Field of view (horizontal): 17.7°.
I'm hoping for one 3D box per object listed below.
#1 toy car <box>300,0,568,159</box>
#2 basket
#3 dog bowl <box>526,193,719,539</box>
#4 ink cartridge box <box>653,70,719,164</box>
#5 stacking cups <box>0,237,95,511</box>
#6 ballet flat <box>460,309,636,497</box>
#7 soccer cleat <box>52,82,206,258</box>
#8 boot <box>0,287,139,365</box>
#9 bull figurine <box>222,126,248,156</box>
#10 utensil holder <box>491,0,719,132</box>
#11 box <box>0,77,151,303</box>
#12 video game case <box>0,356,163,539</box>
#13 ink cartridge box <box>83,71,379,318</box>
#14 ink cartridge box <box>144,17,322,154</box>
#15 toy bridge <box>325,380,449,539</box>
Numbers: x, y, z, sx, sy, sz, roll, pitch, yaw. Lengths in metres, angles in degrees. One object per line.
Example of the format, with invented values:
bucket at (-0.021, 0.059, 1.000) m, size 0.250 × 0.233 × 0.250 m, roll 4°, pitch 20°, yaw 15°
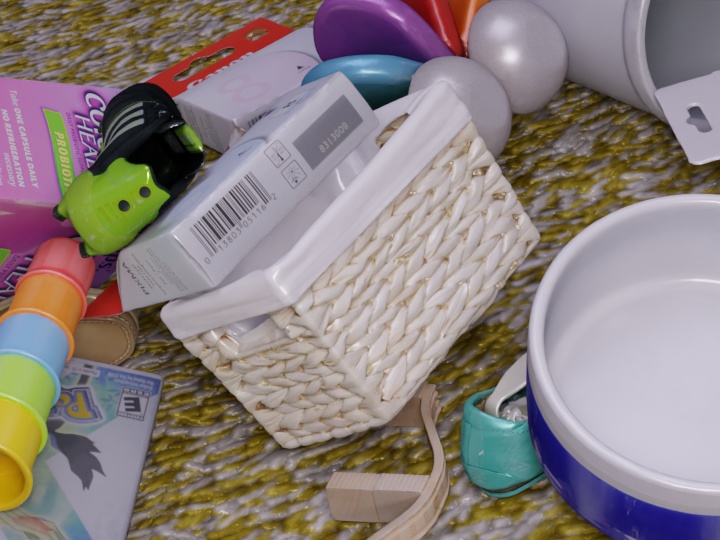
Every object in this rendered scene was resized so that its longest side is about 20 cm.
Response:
toy car at (0.032, -0.141, 1.627) m, size 0.175 × 0.150 × 0.200 m, roll -19°, pitch 20°, yaw 46°
basket at (0.000, 0.000, 1.422) m, size 0.135 × 0.123 × 0.200 m, roll -19°, pitch 24°, yaw 52°
dog bowl at (0.191, 0.058, 1.280) m, size 0.199 × 0.079 × 0.201 m, roll -1°, pitch 53°, yaw 1°
ink cartridge box at (0.308, -0.094, 1.550) m, size 0.199 × 0.068 × 0.116 m, roll -14°, pitch 31°, yaw 0°
stacking cups at (-0.199, 0.054, 1.403) m, size 0.060 × 0.061 × 0.200 m, roll -4°, pitch 40°, yaw 17°
ballet flat at (0.143, 0.062, 1.369) m, size 0.200 × 0.071 × 0.067 m, roll -28°, pitch 33°, yaw -21°
soccer cleat at (-0.127, -0.071, 1.421) m, size 0.081 × 0.068 × 0.200 m, roll -29°, pitch 19°, yaw 19°
boot at (-0.233, 0.087, 1.487) m, size 0.199 × 0.073 × 0.156 m, roll -10°, pitch 36°, yaw -7°
bull figurine at (-0.065, -0.019, 1.559) m, size 0.122 × 0.065 × 0.200 m, roll -61°, pitch 33°, yaw 1°
utensil holder at (0.204, -0.205, 1.678) m, size 0.170 × 0.170 × 0.200 m, roll -29°, pitch 32°, yaw -22°
box at (-0.257, -0.040, 1.514) m, size 0.199 × 0.176 × 0.097 m, roll 2°, pitch 60°, yaw -38°
video game case at (-0.231, 0.112, 1.393) m, size 0.199 × 0.022 × 0.183 m, roll 12°, pitch 43°, yaw -3°
ink cartridge box at (-0.097, -0.044, 1.452) m, size 0.160 × 0.047 × 0.200 m, roll -47°, pitch 18°, yaw -27°
ink cartridge box at (-0.088, -0.162, 1.846) m, size 0.162 × 0.057 × 0.200 m, roll -32°, pitch 40°, yaw -25°
toy bridge at (0.014, 0.133, 1.351) m, size 0.067 × 0.027 × 0.200 m, roll 1°, pitch 33°, yaw 22°
